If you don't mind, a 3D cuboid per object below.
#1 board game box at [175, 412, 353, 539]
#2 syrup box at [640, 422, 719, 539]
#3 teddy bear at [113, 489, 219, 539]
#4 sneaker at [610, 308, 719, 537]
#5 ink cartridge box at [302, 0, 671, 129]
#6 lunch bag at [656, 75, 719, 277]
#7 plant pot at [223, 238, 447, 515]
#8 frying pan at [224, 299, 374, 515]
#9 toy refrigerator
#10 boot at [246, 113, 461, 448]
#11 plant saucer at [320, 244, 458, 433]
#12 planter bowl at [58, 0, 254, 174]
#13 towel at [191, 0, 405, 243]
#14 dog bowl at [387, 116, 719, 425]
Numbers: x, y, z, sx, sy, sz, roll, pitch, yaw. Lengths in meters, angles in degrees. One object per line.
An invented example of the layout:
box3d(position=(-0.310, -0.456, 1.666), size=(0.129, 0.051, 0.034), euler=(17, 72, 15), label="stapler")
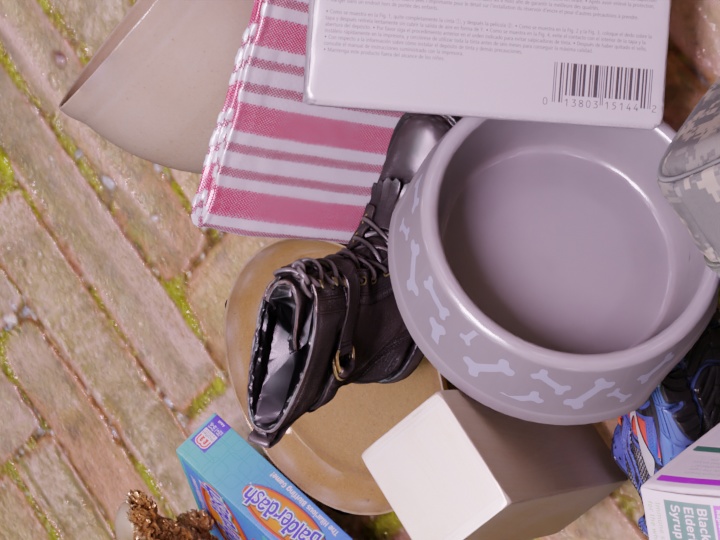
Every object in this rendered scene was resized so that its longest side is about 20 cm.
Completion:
box3d(position=(-0.045, 0.211, 1.319), size=(0.200, 0.045, 0.153), euler=(40, 160, 24), label="board game box")
box3d(position=(0.236, 0.116, 0.966), size=(0.081, 0.199, 0.080), euler=(0, 109, 41), label="syrup box")
box3d(position=(-0.108, 0.234, 1.302), size=(0.200, 0.067, 0.145), euler=(51, -178, -22), label="teddy bear")
box3d(position=(0.183, 0.090, 1.094), size=(0.078, 0.075, 0.202), euler=(-3, 104, 46), label="sneaker")
box3d(position=(0.072, -0.173, 0.983), size=(0.045, 0.198, 0.178), euler=(-143, 57, -83), label="ink cartridge box")
box3d(position=(0.275, -0.040, 0.913), size=(0.199, 0.139, 0.168), euler=(-21, 110, 47), label="lunch bag")
box3d(position=(-0.014, 0.069, 1.226), size=(0.199, 0.027, 0.202), euler=(18, 119, 35), label="plant pot")
box3d(position=(-0.040, 0.106, 1.328), size=(0.190, 0.031, 0.116), euler=(35, 132, 46), label="frying pan")
box3d(position=(0.083, 0.120, 1.069), size=(0.070, 0.200, 0.076), euler=(-40, 72, 20), label="toy refrigerator")
box3d(position=(0.000, 0.000, 1.064), size=(0.069, 0.174, 0.202), euler=(17, 102, 24), label="boot")
box3d(position=(0.042, 0.031, 1.212), size=(0.201, 0.048, 0.200), euler=(57, 135, 8), label="plant saucer")
box3d(position=(-0.084, -0.142, 1.173), size=(0.134, 0.201, 0.200), euler=(39, 136, -14), label="planter bowl")
box3d(position=(-0.020, -0.114, 1.111), size=(0.030, 0.145, 0.202), euler=(34, 112, 49), label="towel")
box3d(position=(0.116, -0.017, 1.017), size=(0.201, 0.199, 0.059), euler=(50, 160, 14), label="dog bowl")
